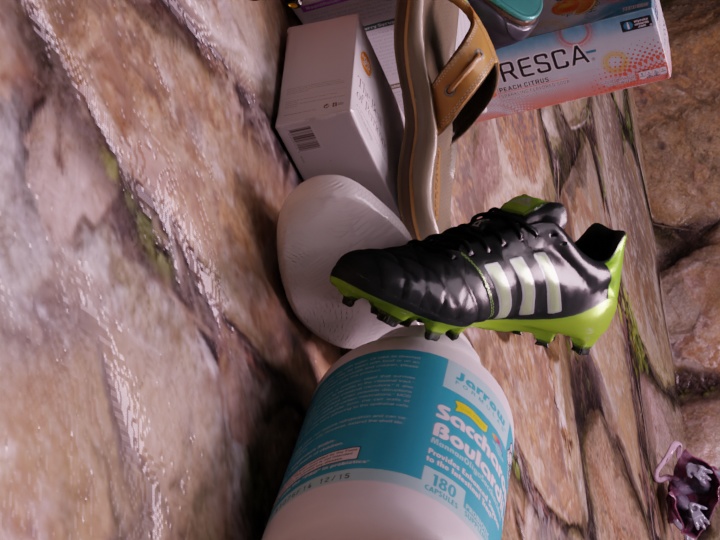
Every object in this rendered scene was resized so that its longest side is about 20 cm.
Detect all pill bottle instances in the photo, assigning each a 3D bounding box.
[{"bbox_3d":[0.019,0.106,0.754,0.200,0.111,0.111,-71,147,-60],"label":"pill bottle"}]

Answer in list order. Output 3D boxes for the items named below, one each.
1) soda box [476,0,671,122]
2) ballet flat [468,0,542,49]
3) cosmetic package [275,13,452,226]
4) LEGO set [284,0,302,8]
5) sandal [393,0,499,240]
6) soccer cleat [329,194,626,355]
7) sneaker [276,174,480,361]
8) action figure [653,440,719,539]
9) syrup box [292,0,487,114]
[{"bbox_3d":[0.135,-0.169,1.169,0.064,0.200,0.068,-82,155,-49],"label":"soda box"},{"bbox_3d":[0.042,-0.230,1.097,0.200,0.073,0.073,40,27,-11],"label":"ballet flat"},{"bbox_3d":[0.008,-0.056,0.932,0.200,0.051,0.083,62,23,-47],"label":"cosmetic package"},{"bbox_3d":[-0.013,-0.240,0.748,0.116,0.154,0.200,125,-18,-76],"label":"LEGO set"},{"bbox_3d":[0.055,-0.105,0.892,0.080,0.054,0.200,1,89,-71],"label":"sandal"},{"bbox_3d":[0.066,-0.004,0.803,0.200,0.068,0.081,7,101,-42],"label":"soccer cleat"},{"bbox_3d":[0.000,0.000,0.865,0.200,0.075,0.089,55,8,-49],"label":"sneaker"},{"bbox_3d":[0.504,0.351,2.363,0.149,0.134,0.200,37,1,5],"label":"action figure"},{"bbox_3d":[0.019,-0.171,0.990,0.200,0.081,0.079,48,33,-63],"label":"syrup box"}]
